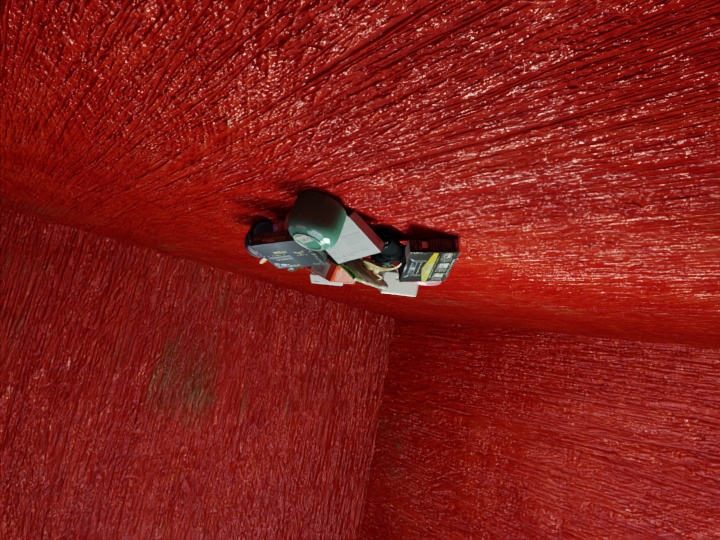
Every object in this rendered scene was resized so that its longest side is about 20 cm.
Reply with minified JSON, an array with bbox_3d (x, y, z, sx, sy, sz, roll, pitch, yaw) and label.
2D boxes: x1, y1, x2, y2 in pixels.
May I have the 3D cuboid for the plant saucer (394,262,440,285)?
[{"bbox_3d":[0.219,0.009,1.874,0.196,0.052,0.201,8,-166,-2],"label":"plant saucer"}]

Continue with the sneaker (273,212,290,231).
[{"bbox_3d":[-0.247,-0.145,1.697,0.115,0.072,0.202,47,152,18],"label":"sneaker"}]

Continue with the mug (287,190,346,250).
[{"bbox_3d":[-0.124,-0.119,1.440,0.149,0.116,0.186,16,158,11],"label":"mug"}]

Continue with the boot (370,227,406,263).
[{"bbox_3d":[0.066,-0.081,1.683,0.198,0.078,0.167,8,167,44],"label":"boot"}]

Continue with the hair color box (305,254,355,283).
[{"bbox_3d":[-0.091,-0.008,1.788,0.110,0.065,0.199,29,-173,21],"label":"hair color box"}]

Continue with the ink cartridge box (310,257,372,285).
[{"bbox_3d":[-0.065,-0.001,2.036,0.196,0.044,0.196,6,-153,30],"label":"ink cartridge box"}]

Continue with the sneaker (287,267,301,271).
[{"bbox_3d":[-0.192,-0.051,1.842,0.078,0.077,0.200,18,-148,15],"label":"sneaker"}]

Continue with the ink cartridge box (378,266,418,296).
[{"bbox_3d":[0.134,0.034,2.038,0.144,0.088,0.200,6,-170,-9],"label":"ink cartridge box"}]

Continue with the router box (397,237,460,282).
[{"bbox_3d":[0.207,-0.030,1.612,0.153,0.053,0.201,-1,153,-7],"label":"router box"}]

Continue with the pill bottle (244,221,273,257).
[{"bbox_3d":[-0.354,-0.114,1.869,0.110,0.114,0.200,14,170,-16],"label":"pill bottle"}]

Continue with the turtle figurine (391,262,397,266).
[{"bbox_3d":[0.214,-0.039,1.782,0.159,0.066,0.198,9,165,-43],"label":"turtle figurine"}]

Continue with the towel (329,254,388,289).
[{"bbox_3d":[0.000,0.000,1.751,0.149,0.031,0.199,42,-167,34],"label":"towel"}]

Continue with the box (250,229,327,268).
[{"bbox_3d":[-0.226,-0.067,1.650,0.196,0.052,0.158,-4,150,29],"label":"box"}]

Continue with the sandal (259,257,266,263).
[{"bbox_3d":[-0.267,-0.065,1.867,0.204,0.060,0.079,-31,-176,2],"label":"sandal"}]

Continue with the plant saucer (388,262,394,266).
[{"bbox_3d":[0.090,-0.032,1.994,0.019,0.070,0.199,56,158,-11],"label":"plant saucer"}]

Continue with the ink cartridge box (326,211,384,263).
[{"bbox_3d":[-0.058,-0.114,1.568,0.194,0.044,0.200,-12,130,45],"label":"ink cartridge box"}]

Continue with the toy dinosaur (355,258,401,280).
[{"bbox_3d":[0.054,-0.009,1.692,0.197,0.059,0.101,17,169,31],"label":"toy dinosaur"}]
